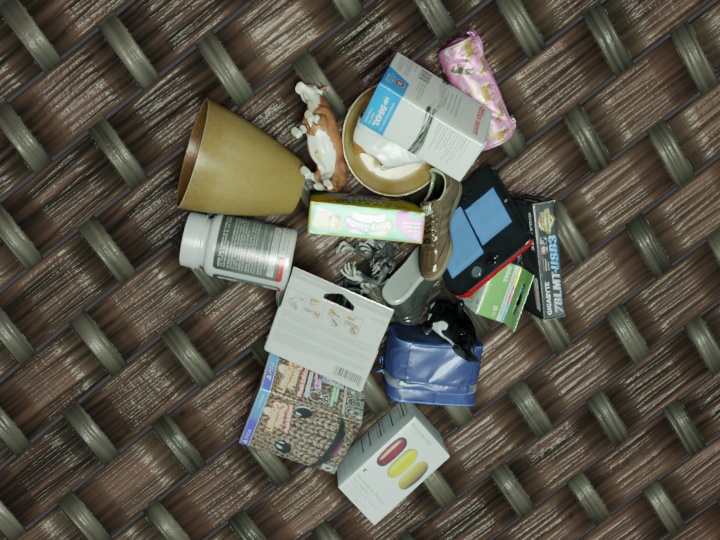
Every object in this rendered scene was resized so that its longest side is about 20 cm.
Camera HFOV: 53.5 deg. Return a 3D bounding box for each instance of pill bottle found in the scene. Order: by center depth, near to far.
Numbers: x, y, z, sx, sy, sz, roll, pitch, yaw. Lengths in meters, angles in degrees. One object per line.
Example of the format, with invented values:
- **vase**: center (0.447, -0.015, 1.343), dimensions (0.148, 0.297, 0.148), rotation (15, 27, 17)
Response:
- **pill bottle**: center (-0.218, -0.038, 1.285), dimensions (0.194, 0.114, 0.117), rotation (12, 100, -7)

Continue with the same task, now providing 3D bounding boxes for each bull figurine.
- **bull figurine**: center (-0.072, -0.234, 1.255), dimensions (0.064, 0.121, 0.205), rotation (-14, 103, 25)

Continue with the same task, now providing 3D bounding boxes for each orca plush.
- **orca plush**: center (0.166, 0.088, 1.292), dimensions (0.102, 0.201, 0.073), rotation (7, 109, 1)

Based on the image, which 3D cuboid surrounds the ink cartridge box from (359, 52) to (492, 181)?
- **ink cartridge box**: center (0.114, -0.259, 1.199), dimensions (0.197, 0.147, 0.085), rotation (31, 128, -4)

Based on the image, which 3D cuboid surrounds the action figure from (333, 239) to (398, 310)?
- **action figure**: center (0.000, 0.000, 1.311), dimensions (0.101, 0.119, 0.202), rotation (31, 104, -18)

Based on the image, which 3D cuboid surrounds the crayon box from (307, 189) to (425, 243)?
- **crayon box**: center (0.005, -0.098, 1.260), dimensions (0.193, 0.173, 0.060), rotation (5, 102, -6)

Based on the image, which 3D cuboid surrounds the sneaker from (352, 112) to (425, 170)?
- **sneaker**: center (0.078, -0.214, 1.271), dimensions (0.194, 0.074, 0.086), rotation (15, 125, -10)

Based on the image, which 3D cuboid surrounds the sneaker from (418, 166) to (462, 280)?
- **sneaker**: center (0.126, -0.087, 1.276), dimensions (0.075, 0.069, 0.206), rotation (28, 68, -42)

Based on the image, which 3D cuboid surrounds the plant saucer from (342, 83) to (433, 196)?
- **plant saucer**: center (0.062, -0.240, 1.307), dimensions (0.194, 0.035, 0.207), rotation (-1, 101, -5)

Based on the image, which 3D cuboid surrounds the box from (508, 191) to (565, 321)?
- **box**: center (0.298, -0.033, 1.282), dimensions (0.048, 0.199, 0.206), rotation (-11, 102, -7)

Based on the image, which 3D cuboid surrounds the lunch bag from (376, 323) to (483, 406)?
- **lunch bag**: center (0.126, 0.184, 1.345), dimensions (0.193, 0.136, 0.137), rotation (4, 101, -6)

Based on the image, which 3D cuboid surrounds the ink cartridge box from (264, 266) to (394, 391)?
- **ink cartridge box**: center (-0.055, 0.100, 1.281), dimensions (0.195, 0.045, 0.180), rotation (23, 112, 0)

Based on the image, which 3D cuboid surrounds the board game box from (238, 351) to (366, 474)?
- **board game box**: center (-0.107, 0.267, 1.333), dimensions (0.195, 0.098, 0.162), rotation (19, 126, -8)

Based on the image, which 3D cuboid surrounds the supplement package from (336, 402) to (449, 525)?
- **supplement package**: center (0.059, 0.366, 1.389), dimensions (0.200, 0.110, 0.114), rotation (-43, 102, 5)

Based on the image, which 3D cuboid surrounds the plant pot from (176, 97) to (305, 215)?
- **plant pot**: center (-0.201, -0.174, 1.242), dimensions (0.195, 0.186, 0.191), rotation (15, 100, -23)

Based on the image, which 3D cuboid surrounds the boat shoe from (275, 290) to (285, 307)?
- **boat shoe**: center (-0.093, 0.113, 1.351), dimensions (0.071, 0.062, 0.203), rotation (-32, 102, 2)

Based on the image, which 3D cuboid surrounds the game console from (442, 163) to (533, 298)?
- **game console**: center (0.200, -0.069, 1.266), dimensions (0.031, 0.203, 0.177), rotation (23, 124, -40)

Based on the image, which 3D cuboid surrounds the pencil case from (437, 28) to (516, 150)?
- **pencil case**: center (0.208, -0.321, 1.279), dimensions (0.085, 0.083, 0.204), rotation (-28, 102, -7)

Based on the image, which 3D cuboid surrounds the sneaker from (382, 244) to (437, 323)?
- **sneaker**: center (0.120, 0.018, 1.353), dimensions (0.199, 0.070, 0.100), rotation (-41, 146, -21)

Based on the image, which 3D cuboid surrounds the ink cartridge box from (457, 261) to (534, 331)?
- **ink cartridge box**: center (0.234, 0.025, 1.288), dimensions (0.058, 0.200, 0.107), rotation (17, 100, -13)
